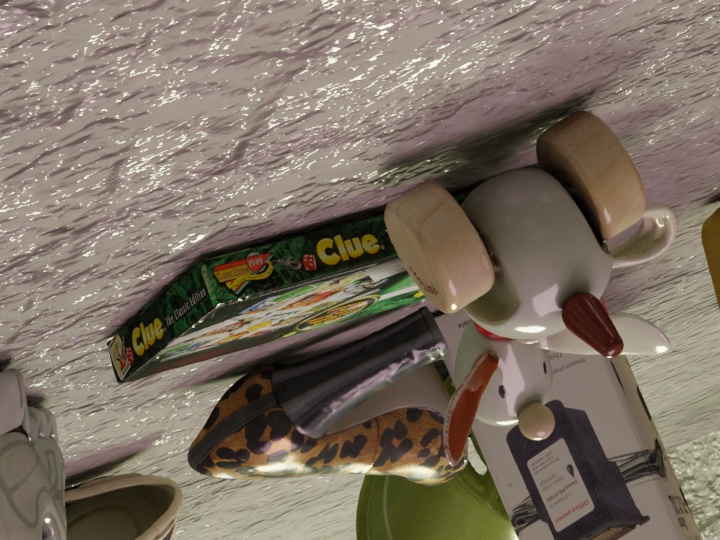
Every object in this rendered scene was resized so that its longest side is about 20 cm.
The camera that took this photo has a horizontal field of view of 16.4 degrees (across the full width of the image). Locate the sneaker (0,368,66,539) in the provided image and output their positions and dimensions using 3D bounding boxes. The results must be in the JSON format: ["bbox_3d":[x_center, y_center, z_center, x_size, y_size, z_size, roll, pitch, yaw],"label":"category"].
[{"bbox_3d":[-0.157,0.099,1.064,0.075,0.081,0.200,-23,172,-4],"label":"sneaker"}]

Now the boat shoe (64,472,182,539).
[{"bbox_3d":[-0.184,0.158,1.342,0.199,0.071,0.063,-17,163,-36],"label":"boat shoe"}]

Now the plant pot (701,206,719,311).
[{"bbox_3d":[0.298,0.010,1.316,0.199,0.201,0.176,-13,179,-42],"label":"plant pot"}]

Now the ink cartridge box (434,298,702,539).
[{"bbox_3d":[0.122,0.108,1.363,0.084,0.201,0.145,-24,170,9],"label":"ink cartridge box"}]

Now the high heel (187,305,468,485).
[{"bbox_3d":[-0.018,0.091,1.325,0.142,0.072,0.200,-26,156,-6],"label":"high heel"}]

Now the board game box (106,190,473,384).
[{"bbox_3d":[0.000,0.000,1.049,0.199,0.024,0.105,-15,165,-33],"label":"board game box"}]

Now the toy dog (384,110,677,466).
[{"bbox_3d":[0.077,0.023,1.005,0.132,0.097,0.200,-35,155,7],"label":"toy dog"}]

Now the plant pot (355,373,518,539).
[{"bbox_3d":[0.099,0.127,1.547,0.199,0.201,0.190,-20,157,-11],"label":"plant pot"}]
